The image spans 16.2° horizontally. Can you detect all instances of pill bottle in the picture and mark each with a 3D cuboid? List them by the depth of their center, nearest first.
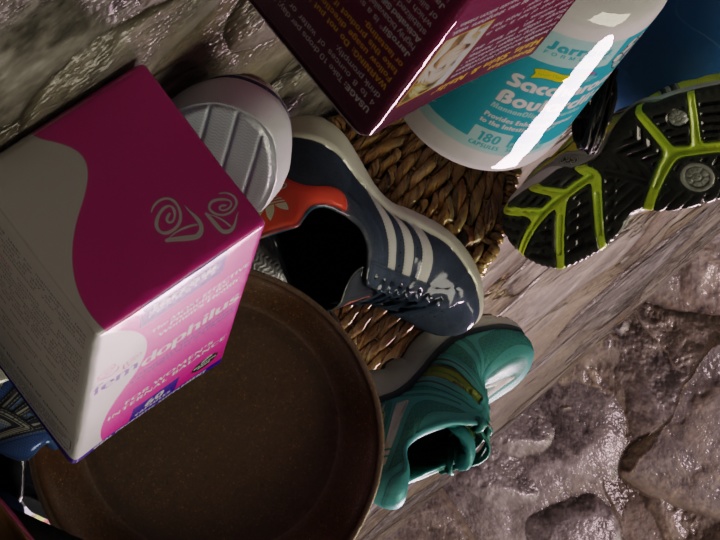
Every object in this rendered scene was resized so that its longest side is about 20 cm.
[{"bbox_3d":[0.097,-0.147,1.349,0.111,0.111,0.200,-32,167,-34],"label":"pill bottle"}]

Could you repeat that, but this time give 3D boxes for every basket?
[{"bbox_3d":[-0.004,-0.040,1.585,0.200,0.148,0.143,-52,-163,49],"label":"basket"}]

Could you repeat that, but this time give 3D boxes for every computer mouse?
[{"bbox_3d":[0.156,-0.162,1.414,0.059,0.034,0.201,-150,-106,-71],"label":"computer mouse"}]

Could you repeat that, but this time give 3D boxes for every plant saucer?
[{"bbox_3d":[-0.086,0.092,1.416,0.200,0.201,0.037,-40,-173,7],"label":"plant saucer"}]

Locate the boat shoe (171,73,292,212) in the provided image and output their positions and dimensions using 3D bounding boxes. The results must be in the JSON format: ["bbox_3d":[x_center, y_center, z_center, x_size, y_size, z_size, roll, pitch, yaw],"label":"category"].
[{"bbox_3d":[-0.074,-0.058,1.297,0.062,0.072,0.200,-61,-176,-26],"label":"boat shoe"}]

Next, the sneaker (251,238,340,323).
[{"bbox_3d":[-0.077,0.042,1.494,0.115,0.075,0.200,-32,134,6],"label":"sneaker"}]

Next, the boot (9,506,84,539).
[{"bbox_3d":[-0.175,0.138,1.325,0.165,0.199,0.066,-53,-172,38],"label":"boot"}]

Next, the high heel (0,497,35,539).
[{"bbox_3d":[-0.203,0.099,1.219,0.068,0.095,0.201,-65,156,-44],"label":"high heel"}]

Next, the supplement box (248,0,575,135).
[{"bbox_3d":[0.054,-0.172,1.118,0.131,0.103,0.200,-30,165,-43],"label":"supplement box"}]

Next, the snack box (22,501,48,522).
[{"bbox_3d":[-0.275,0.187,1.622,0.142,0.053,0.200,-23,161,-52],"label":"snack box"}]

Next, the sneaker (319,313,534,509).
[{"bbox_3d":[0.047,0.090,1.513,0.200,0.079,0.078,-31,144,-47],"label":"sneaker"}]

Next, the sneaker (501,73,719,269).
[{"bbox_3d":[0.167,-0.074,1.460,0.199,0.076,0.077,-23,-156,35],"label":"sneaker"}]

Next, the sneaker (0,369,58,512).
[{"bbox_3d":[-0.235,0.122,1.402,0.200,0.085,0.077,-46,167,36],"label":"sneaker"}]

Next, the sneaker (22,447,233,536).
[{"bbox_3d":[-0.155,0.129,1.493,0.199,0.080,0.078,-7,168,26],"label":"sneaker"}]

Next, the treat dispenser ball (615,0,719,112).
[{"bbox_3d":[0.236,-0.156,1.539,0.200,0.201,0.201,-38,169,-8],"label":"treat dispenser ball"}]

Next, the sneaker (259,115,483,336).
[{"bbox_3d":[0.000,0.000,1.439,0.075,0.085,0.200,-20,137,32],"label":"sneaker"}]

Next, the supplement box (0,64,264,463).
[{"bbox_3d":[-0.125,0.001,1.233,0.101,0.104,0.200,-34,167,-19],"label":"supplement box"}]
